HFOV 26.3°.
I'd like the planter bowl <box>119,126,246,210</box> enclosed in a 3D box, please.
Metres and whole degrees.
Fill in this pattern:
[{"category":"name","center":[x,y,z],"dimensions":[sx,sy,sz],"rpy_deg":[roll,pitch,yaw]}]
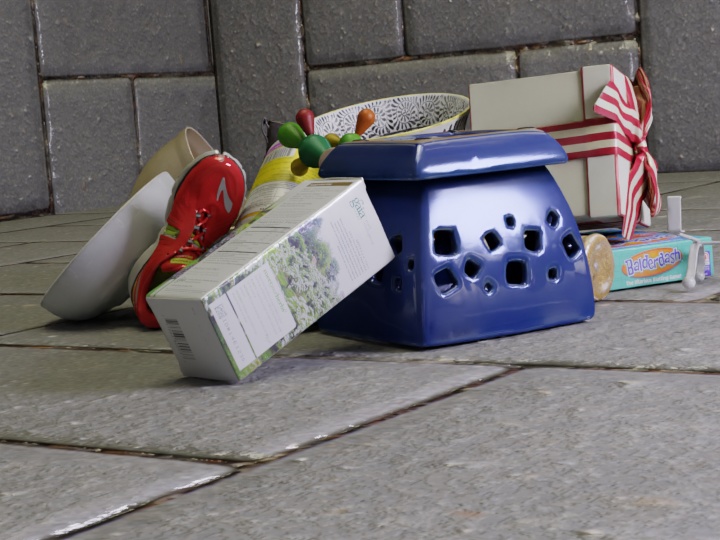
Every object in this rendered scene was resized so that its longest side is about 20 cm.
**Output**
[{"category":"planter bowl","center":[-0.226,-0.066,2.003],"dimensions":[0.135,0.201,0.200],"rpy_deg":[-31,3,8]}]

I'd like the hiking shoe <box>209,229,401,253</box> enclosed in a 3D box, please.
[{"category":"hiking shoe","center":[-0.047,0.007,1.511],"dimensions":[0.199,0.101,0.076],"rpy_deg":[-4,-8,-16]}]

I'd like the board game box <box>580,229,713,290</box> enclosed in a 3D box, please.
[{"category":"board game box","center":[0.266,-0.013,1.696],"dimensions":[0.152,0.045,0.200],"rpy_deg":[-7,7,-24]}]

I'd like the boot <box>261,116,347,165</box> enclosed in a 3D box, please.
[{"category":"boot","center":[-0.041,-0.083,1.832],"dimensions":[0.199,0.175,0.069],"rpy_deg":[17,3,-11]}]

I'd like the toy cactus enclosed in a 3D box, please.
[{"category":"toy cactus","center":[0.000,-0.101,1.544],"dimensions":[0.102,0.200,0.165],"rpy_deg":[-48,-11,5]}]

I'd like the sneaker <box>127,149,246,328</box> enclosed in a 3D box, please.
[{"category":"sneaker","center":[-0.171,-0.025,1.570],"dimensions":[0.077,0.200,0.085],"rpy_deg":[22,19,-20]}]

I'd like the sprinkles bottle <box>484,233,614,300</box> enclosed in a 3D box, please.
[{"category":"sprinkles bottle","center":[0.157,-0.004,1.575],"dimensions":[0.199,0.069,0.068],"rpy_deg":[0,7,36]}]

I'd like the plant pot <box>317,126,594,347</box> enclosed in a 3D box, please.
[{"category":"plant pot","center":[0.079,-0.037,1.422],"dimensions":[0.199,0.181,0.200],"rpy_deg":[-9,8,-30]}]

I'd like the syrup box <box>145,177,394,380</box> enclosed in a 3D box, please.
[{"category":"syrup box","center":[-0.071,0.004,1.287],"dimensions":[0.081,0.079,0.200],"rpy_deg":[1,32,48]}]

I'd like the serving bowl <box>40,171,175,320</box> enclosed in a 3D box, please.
[{"category":"serving bowl","center":[-0.258,-0.014,1.688],"dimensions":[0.200,0.066,0.200],"rpy_deg":[-46,2,2]}]

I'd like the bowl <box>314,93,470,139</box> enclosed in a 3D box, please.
[{"category":"bowl","center":[0.035,-0.130,1.748],"dimensions":[0.200,0.095,0.201],"rpy_deg":[-10,17,3]}]

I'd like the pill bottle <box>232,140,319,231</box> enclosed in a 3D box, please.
[{"category":"pill bottle","center":[-0.076,-0.045,1.620],"dimensions":[0.104,0.104,0.200],"rpy_deg":[-2,44,22]}]

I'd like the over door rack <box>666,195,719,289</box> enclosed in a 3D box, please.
[{"category":"over door rack","center":[0.384,-0.021,1.504],"dimensions":[0.147,0.067,0.200],"rpy_deg":[-2,-14,20]}]

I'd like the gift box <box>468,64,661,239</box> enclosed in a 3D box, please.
[{"category":"gift box","center":[0.228,-0.120,1.686],"dimensions":[0.186,0.185,0.200],"rpy_deg":[-5,0,20]}]

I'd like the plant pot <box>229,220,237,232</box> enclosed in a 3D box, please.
[{"category":"plant pot","center":[-0.138,-0.007,1.722],"dimensions":[0.200,0.093,0.201],"rpy_deg":[-5,7,1]}]
